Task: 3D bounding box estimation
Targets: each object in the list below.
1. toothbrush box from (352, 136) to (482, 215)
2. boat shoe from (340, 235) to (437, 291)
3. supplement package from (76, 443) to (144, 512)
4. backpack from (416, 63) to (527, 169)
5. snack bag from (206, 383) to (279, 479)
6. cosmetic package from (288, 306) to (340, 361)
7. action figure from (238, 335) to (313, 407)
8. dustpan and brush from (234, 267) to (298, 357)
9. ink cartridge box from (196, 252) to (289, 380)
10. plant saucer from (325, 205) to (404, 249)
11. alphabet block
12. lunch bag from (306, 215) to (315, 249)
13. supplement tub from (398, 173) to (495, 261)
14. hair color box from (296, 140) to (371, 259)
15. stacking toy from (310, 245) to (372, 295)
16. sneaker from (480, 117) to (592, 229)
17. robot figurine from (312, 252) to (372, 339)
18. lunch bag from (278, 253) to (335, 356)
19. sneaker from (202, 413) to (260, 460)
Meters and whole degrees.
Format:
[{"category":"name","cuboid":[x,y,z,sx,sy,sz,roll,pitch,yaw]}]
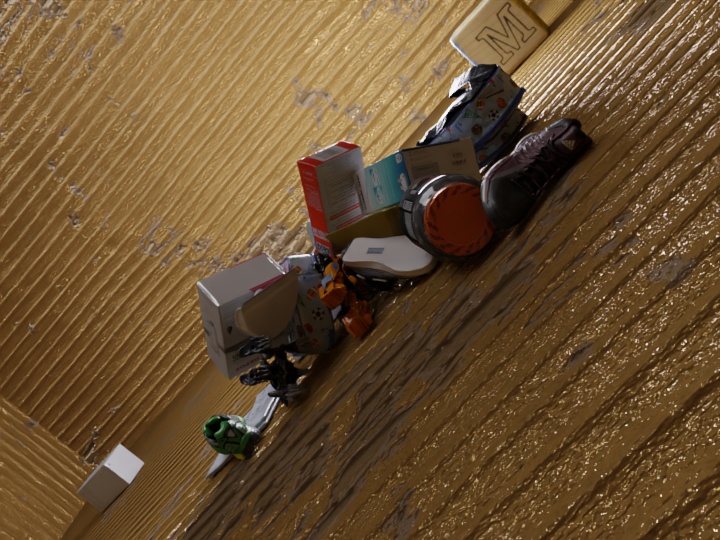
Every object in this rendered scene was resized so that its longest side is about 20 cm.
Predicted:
[{"category":"toothbrush box","cuboid":[0.096,-0.164,1.292,0.146,0.086,0.200,-14,0,-24]},{"category":"boat shoe","cuboid":[0.064,-0.006,1.243,0.200,0.093,0.075,10,61,45]},{"category":"supplement package","cuboid":[-0.882,0.733,2.567,0.200,0.117,0.117,-45,8,26]},{"category":"backpack","cuboid":[0.226,-0.290,1.388,0.200,0.154,0.191,-59,4,-24]},{"category":"snack bag","cuboid":[-0.225,0.306,1.468,0.200,0.021,0.189,-45,10,23]},{"category":"cosmetic package","cuboid":[-0.091,0.102,1.584,0.200,0.051,0.083,-49,11,-3]},{"category":"action figure","cuboid":[-0.135,0.177,1.285,0.102,0.119,0.200,-7,-16,18]},{"category":"dustpan and brush","cuboid":[-0.168,0.094,1.311,0.139,0.057,0.201,-37,-42,-35]},{"category":"ink cartridge box","cuboid":[-0.214,0.087,1.363,0.146,0.083,0.201,-27,-41,-28]},{"category":"plant saucer","cuboid":[0.068,-0.083,1.326,0.200,0.049,0.200,-17,-2,-36]},{"category":"alphabet block","cuboid":[0.397,-0.677,2.073,0.200,0.196,0.195,-44,11,28]},{"category":"lunch bag","cuboid":[-0.015,-0.085,1.608,0.077,0.161,0.200,5,31,46]},{"category":"supplement tub","cuboid":[0.126,-0.080,1.060,0.123,0.122,0.200,-48,9,2]},{"category":"hair color box","cuboid":[-0.043,-0.132,1.388,0.111,0.201,0.064,-29,34,-30]},{"category":"stacking toy","cuboid":[0.000,0.000,1.443,0.200,0.146,0.146,0,47,55]},{"category":"sneaker","cuboid":[0.237,-0.143,0.954,0.115,0.076,0.200,-33,17,51]},{"category":"robot figurine","cuboid":[-0.026,0.035,1.297,0.058,0.145,0.200,-36,19,13]},{"category":"lunch bag","cuboid":[-0.110,0.064,1.405,0.075,0.201,0.160,-8,-8,-17]},{"category":"sneaker","cuboid":[-0.256,0.294,1.356,0.200,0.085,0.078,-15,43,60]}]
